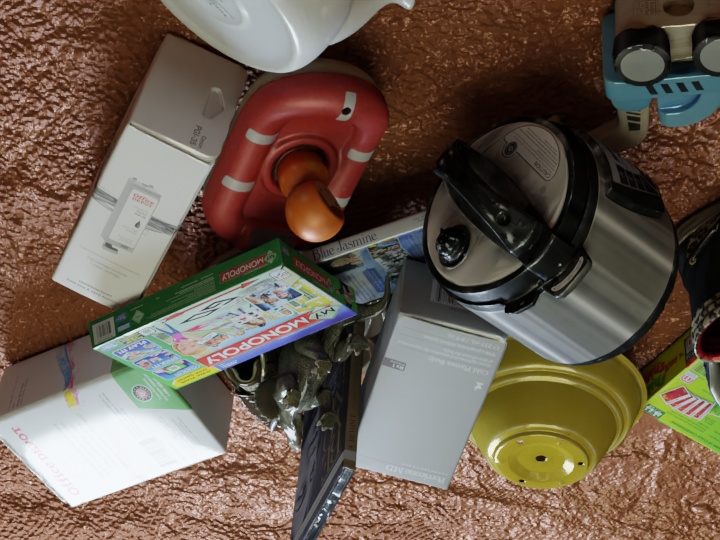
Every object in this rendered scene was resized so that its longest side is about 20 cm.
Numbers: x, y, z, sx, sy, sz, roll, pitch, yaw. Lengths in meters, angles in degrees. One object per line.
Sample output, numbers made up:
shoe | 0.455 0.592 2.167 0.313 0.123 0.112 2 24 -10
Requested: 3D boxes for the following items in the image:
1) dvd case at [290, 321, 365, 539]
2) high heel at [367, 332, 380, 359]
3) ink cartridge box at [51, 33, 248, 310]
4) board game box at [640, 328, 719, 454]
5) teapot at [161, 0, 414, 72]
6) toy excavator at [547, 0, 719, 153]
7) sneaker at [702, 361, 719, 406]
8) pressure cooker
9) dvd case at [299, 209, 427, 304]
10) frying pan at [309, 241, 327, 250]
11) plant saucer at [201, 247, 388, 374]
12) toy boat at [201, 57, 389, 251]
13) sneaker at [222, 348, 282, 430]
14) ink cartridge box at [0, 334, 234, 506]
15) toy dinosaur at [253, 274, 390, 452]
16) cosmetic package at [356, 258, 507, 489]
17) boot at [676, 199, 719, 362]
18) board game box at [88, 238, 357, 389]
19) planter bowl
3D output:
dvd case | -0.031 0.156 1.764 0.016 0.201 0.149 17 132 -12
high heel | 0.064 0.104 1.846 0.096 0.068 0.201 -29 151 -13
ink cartridge box | -0.184 -0.085 1.632 0.082 0.147 0.200 25 129 -9
board game box | 0.381 0.136 1.850 0.199 0.048 0.102 29 129 -20
teapot | -0.077 -0.266 1.465 0.196 0.147 0.200 27 160 25
toy excavator | 0.240 -0.154 1.576 0.193 0.100 0.201 -5 140 11
sneaker | 0.394 0.093 1.745 0.201 0.147 0.077 28 127 -22
pressure cooker | 0.150 -0.029 1.565 0.175 0.180 0.199 -12 147 43
dvd case | 0.000 0.000 1.700 0.198 0.018 0.143 -19 160 7
frying pan | -0.037 -0.083 1.693 0.114 0.031 0.190 -25 124 21
plant saucer | -0.069 0.042 1.818 0.198 0.030 0.201 3 132 3
toy boat | -0.047 -0.078 1.588 0.130 0.131 0.201 7 129 -28
sneaker | -0.108 0.098 1.802 0.070 0.076 0.201 -11 130 14
ink cartridge box | -0.250 0.140 1.885 0.199 0.088 0.146 -22 126 21
toy dinosaur | -0.044 0.080 1.719 0.076 0.102 0.201 17 105 -29
cosmetic package | 0.061 0.097 1.712 0.106 0.091 0.201 13 127 -4
boot | 0.359 -0.018 1.641 0.199 0.151 0.073 -34 122 31
board game box | -0.120 0.041 1.649 0.199 0.029 0.134 -23 150 21
planter bowl | 0.174 0.151 1.792 0.198 0.084 0.201 5 141 4
